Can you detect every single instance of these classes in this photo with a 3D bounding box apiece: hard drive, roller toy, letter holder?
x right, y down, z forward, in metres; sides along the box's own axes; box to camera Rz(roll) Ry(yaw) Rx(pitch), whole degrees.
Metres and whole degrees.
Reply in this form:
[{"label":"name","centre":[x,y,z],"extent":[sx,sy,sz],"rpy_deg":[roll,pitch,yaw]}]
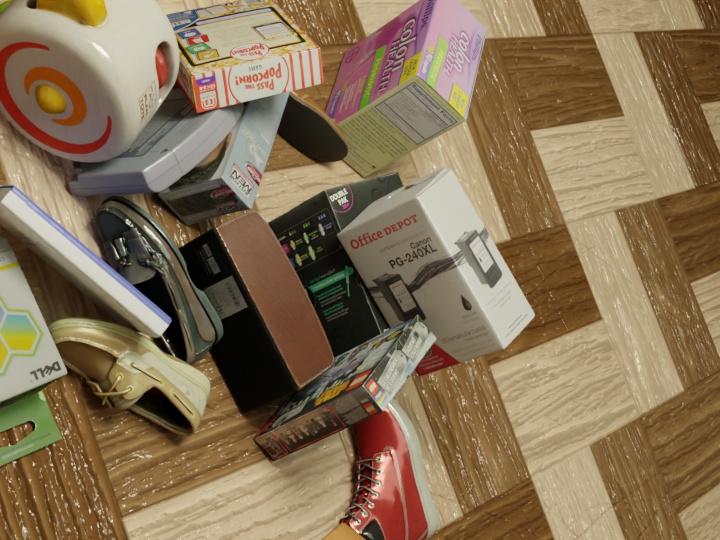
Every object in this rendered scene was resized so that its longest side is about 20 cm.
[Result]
[{"label":"hard drive","centre":[-0.287,-0.009,1.174],"extent":[0.200,0.132,0.025],"rpy_deg":[44,74,-22]},{"label":"roller toy","centre":[-0.291,-0.213,1.219],"extent":[0.183,0.199,0.140],"rpy_deg":[49,44,-25]},{"label":"letter holder","centre":[-0.108,0.035,1.358],"extent":[0.142,0.100,0.201],"rpy_deg":[-30,94,-50]}]

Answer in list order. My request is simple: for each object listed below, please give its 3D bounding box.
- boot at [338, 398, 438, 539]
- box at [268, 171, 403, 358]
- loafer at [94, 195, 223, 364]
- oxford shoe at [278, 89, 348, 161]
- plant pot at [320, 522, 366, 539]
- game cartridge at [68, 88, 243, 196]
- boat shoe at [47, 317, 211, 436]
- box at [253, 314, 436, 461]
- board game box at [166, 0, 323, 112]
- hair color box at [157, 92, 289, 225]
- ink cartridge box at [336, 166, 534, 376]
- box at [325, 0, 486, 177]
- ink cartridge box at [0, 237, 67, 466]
[{"label":"boot","centre":[0.009,0.249,1.401],"extent":[0.144,0.072,0.202],"rpy_deg":[-18,88,-47]},{"label":"box","centre":[0.000,0.000,1.466],"extent":[0.148,0.124,0.202],"rpy_deg":[-17,84,-48]},{"label":"loafer","centre":[-0.223,0.013,1.270],"extent":[0.201,0.071,0.063],"rpy_deg":[55,40,-15]},{"label":"oxford shoe","centre":[-0.086,-0.221,1.526],"extent":[0.200,0.071,0.072],"rpy_deg":[41,42,-23]},{"label":"plant pot","centre":[-0.029,0.363,1.230],"extent":[0.140,0.200,0.200],"rpy_deg":[50,41,8]},{"label":"game cartridge","centre":[-0.218,-0.146,1.305],"extent":[0.200,0.132,0.042],"rpy_deg":[-54,137,-44]},{"label":"boat shoe","centre":[-0.237,0.111,1.208],"extent":[0.199,0.074,0.067],"rpy_deg":[29,47,-33]},{"label":"box","centre":[-0.019,0.134,1.326],"extent":[0.040,0.199,0.137],"rpy_deg":[51,43,-10]},{"label":"board game box","centre":[-0.146,-0.257,1.361],"extent":[0.150,0.200,0.047],"rpy_deg":[-15,124,-15]},{"label":"hair color box","centre":[-0.158,-0.156,1.390],"extent":[0.061,0.098,0.201],"rpy_deg":[48,42,-39]},{"label":"ink cartridge box","centre":[0.084,0.003,1.351],"extent":[0.083,0.145,0.201],"rpy_deg":[-39,101,-44]},{"label":"box","centre":[0.056,-0.252,1.587],"extent":[0.096,0.199,0.177],"rpy_deg":[38,49,-27]},{"label":"ink cartridge box","centre":[-0.350,0.080,1.115],"extent":[0.103,0.059,0.202],"rpy_deg":[-22,88,-49]}]
